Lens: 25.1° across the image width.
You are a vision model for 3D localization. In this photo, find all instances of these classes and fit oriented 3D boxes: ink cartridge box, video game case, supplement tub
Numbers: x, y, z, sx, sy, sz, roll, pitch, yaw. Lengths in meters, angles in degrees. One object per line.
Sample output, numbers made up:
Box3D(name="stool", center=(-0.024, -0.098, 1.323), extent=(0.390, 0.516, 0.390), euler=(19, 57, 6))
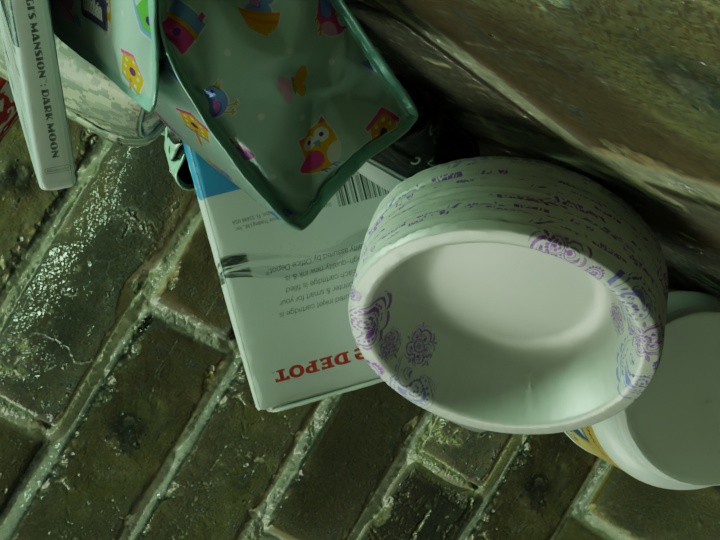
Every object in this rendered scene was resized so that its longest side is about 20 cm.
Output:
Box3D(name="ink cartridge box", center=(-0.031, -0.019, 1.144), extent=(0.086, 0.146, 0.200), euler=(-141, 36, -77))
Box3D(name="video game case", center=(-0.193, -0.163, 0.906), extent=(0.023, 0.182, 0.200), euler=(-11, -154, -12))
Box3D(name="supplement tub", center=(0.227, 0.084, 1.211), extent=(0.145, 0.145, 0.200), euler=(32, 178, -7))

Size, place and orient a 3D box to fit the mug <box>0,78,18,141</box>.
Box3D(name="mug", center=(-0.337, -0.207, 1.445), extent=(0.133, 0.200, 0.178), euler=(36, -175, 5))

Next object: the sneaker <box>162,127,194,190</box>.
Box3D(name="sneaker", center=(-0.163, -0.117, 1.324), extent=(0.074, 0.118, 0.200), euler=(22, 153, -34))

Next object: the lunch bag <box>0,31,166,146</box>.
Box3D(name="lunch bag", center=(-0.194, -0.181, 1.097), extent=(0.200, 0.140, 0.168), euler=(31, 179, -3))

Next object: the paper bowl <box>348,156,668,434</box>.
Box3D(name="paper bowl", center=(0.098, 0.007, 1.047), extent=(0.200, 0.104, 0.201), euler=(8, 138, 7))

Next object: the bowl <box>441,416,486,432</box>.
Box3D(name="bowl", center=(0.097, 0.029, 1.506), extent=(0.200, 0.200, 0.075), euler=(32, 146, -32))

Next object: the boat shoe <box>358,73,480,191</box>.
Box3D(name="boat shoe", center=(0.020, -0.096, 1.047), extent=(0.057, 0.069, 0.200), euler=(-22, 155, 36))

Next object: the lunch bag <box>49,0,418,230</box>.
Box3D(name="lunch bag", center=(-0.088, -0.139, 0.871), extent=(0.200, 0.122, 0.170), euler=(48, 175, -40))
